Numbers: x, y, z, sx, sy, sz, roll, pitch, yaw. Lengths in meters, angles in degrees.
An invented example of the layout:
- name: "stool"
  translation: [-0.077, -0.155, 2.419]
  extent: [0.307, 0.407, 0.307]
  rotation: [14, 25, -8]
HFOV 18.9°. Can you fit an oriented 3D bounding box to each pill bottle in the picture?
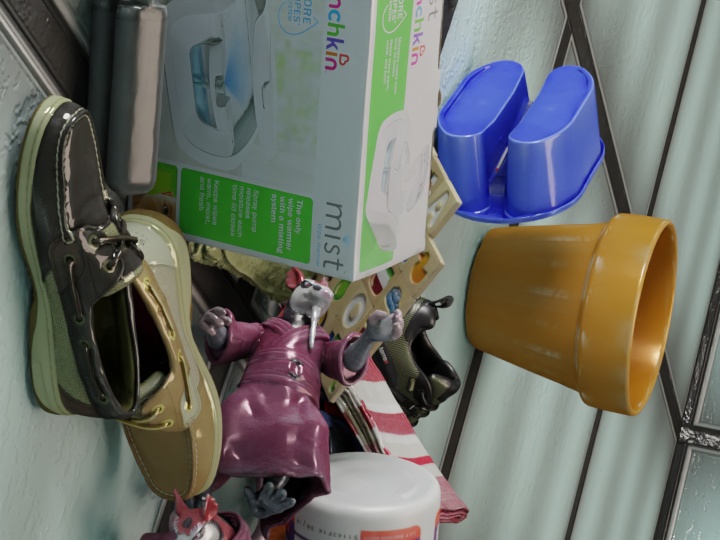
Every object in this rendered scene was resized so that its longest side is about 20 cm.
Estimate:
- name: "pill bottle"
  translation: [-0.002, 0.244, 1.571]
  extent: [0.111, 0.111, 0.202]
  rotation: [-36, 132, -65]

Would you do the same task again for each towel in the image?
- name: "towel"
  translation: [-0.054, -0.057, 1.543]
  extent: [0.149, 0.036, 0.200]
  rotation: [-60, 158, 0]
- name: "towel"
  translation: [0.014, 0.110, 1.702]
  extent: [0.201, 0.023, 0.144]
  rotation: [58, 10, 15]

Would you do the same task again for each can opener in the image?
- name: "can opener"
  translation: [-0.146, -0.144, 1.271]
  extent: [0.066, 0.053, 0.202]
  rotation: [-11, 112, -34]

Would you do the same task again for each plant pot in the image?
- name: "plant pot"
  translation: [0.211, 0.032, 2.207]
  extent: [0.200, 0.182, 0.202]
  rotation: [11, 90, -72]

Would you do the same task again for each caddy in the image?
- name: "caddy"
  translation: [0.148, -0.112, 2.011]
  extent: [0.200, 0.140, 0.106]
  rotation: [-54, 146, -51]

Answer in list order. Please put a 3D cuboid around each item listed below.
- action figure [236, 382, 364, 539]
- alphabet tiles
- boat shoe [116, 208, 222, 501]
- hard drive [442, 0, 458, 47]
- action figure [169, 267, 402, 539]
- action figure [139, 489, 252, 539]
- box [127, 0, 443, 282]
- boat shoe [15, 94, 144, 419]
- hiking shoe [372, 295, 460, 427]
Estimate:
- name: "action figure"
  translation: [-0.060, 0.159, 1.655]
  extent: [0.200, 0.104, 0.195]
  rotation: [41, 50, -40]
- name: "alphabet tiles"
  translation: [0.000, 0.000, 1.583]
  extent: [0.200, 0.006, 0.167]
  rotation: [-52, -150, 18]
- name: "boat shoe"
  translation: [-0.138, 0.064, 1.363]
  extent: [0.066, 0.073, 0.201]
  rotation: [-47, 133, -54]
- name: "hard drive"
  translation: [0.036, -0.242, 1.758]
  extent: [0.200, 0.042, 0.136]
  rotation: [66, 38, -60]
- name: "action figure"
  translation: [-0.050, 0.089, 1.499]
  extent: [0.149, 0.133, 0.201]
  rotation: [98, 7, -52]
- name: "action figure"
  translation: [-0.084, 0.221, 1.418]
  extent: [0.148, 0.134, 0.201]
  rotation: [-21, 128, -26]
- name: "box"
  translation: [-0.045, -0.114, 1.348]
  extent: [0.096, 0.175, 0.202]
  rotation: [-23, 122, -55]
- name: "boat shoe"
  translation: [-0.157, -0.004, 1.264]
  extent: [0.072, 0.065, 0.202]
  rotation: [-47, 143, -58]
- name: "hiking shoe"
  translation: [0.032, 0.110, 1.837]
  extent: [0.076, 0.100, 0.202]
  rotation: [-44, 141, -59]
